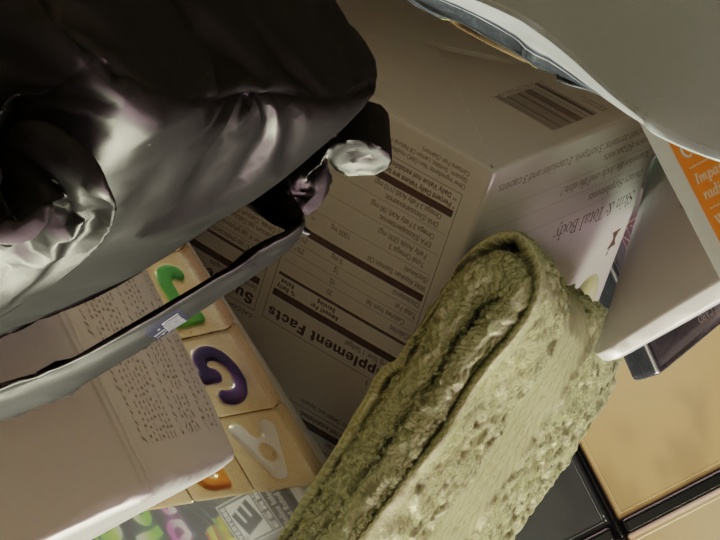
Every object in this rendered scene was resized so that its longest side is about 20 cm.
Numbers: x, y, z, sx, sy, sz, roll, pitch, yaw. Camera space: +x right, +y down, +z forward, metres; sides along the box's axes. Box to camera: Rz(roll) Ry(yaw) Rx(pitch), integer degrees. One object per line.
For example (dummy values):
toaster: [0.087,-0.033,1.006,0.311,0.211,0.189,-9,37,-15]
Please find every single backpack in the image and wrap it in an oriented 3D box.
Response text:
backpack: [-0.115,-0.031,0.638,0.199,0.127,0.167,-28,165,25]

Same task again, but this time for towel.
towel: [0.026,0.087,0.992,0.200,0.036,0.148,-58,155,-1]

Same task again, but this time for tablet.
tablet: [0.153,-0.038,1.018,0.130,0.014,0.200,-31,-167,23]

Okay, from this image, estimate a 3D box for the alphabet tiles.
alphabet tiles: [-0.123,0.022,0.996,0.199,0.168,0.008,-14,-155,42]

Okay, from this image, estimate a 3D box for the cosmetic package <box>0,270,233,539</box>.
cosmetic package: [-0.155,0.025,0.812,0.166,0.168,0.200,-27,176,3]

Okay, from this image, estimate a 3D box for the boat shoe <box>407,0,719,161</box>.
boat shoe: [0.068,-0.094,0.819,0.071,0.200,0.091,-64,176,9]

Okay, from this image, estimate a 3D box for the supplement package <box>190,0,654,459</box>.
supplement package: [0.000,0.000,1.070,0.152,0.150,0.201,-23,137,-55]

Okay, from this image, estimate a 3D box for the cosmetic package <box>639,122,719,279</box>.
cosmetic package: [0.127,-0.100,0.857,0.071,0.201,0.101,-24,176,-40]

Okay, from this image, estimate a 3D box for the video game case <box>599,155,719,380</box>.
video game case: [0.124,-0.068,1.232,0.019,0.201,0.143,-20,-172,41]

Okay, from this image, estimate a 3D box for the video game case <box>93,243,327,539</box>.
video game case: [-0.115,0.037,1.038,0.182,0.200,0.023,-30,-177,45]
